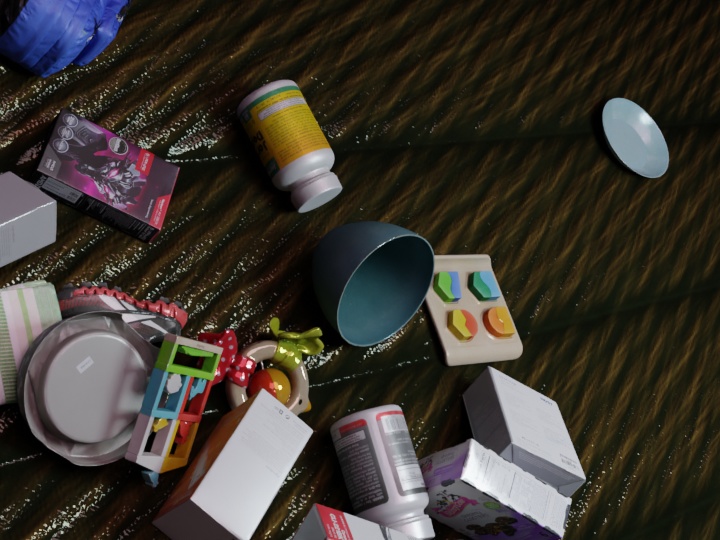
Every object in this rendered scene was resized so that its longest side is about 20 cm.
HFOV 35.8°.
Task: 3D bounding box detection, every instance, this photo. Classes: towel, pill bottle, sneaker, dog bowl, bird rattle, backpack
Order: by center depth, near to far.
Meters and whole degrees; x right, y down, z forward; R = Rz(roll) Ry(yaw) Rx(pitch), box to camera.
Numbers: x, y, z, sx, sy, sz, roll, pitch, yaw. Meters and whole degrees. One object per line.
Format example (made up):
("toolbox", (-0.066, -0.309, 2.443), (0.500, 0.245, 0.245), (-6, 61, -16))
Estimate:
("towel", (-0.474, 0.098, 1.418), (0.200, 0.023, 0.153), (-9, 83, -34))
("dog bowl", (-0.349, 0.148, 1.439), (0.200, 0.059, 0.200), (-4, 96, -39))
("sneaker", (-0.333, 0.077, 1.532), (0.200, 0.071, 0.098), (15, 57, -31))
("bird rattle", (-0.142, 0.151, 1.621), (0.200, 0.113, 0.163), (-17, 93, -39))
("backpack", (-0.442, -0.386, 1.649), (0.168, 0.162, 0.200), (33, 49, -23))
("pill bottle", (0.034, 0.310, 1.650), (0.114, 0.114, 0.200), (-3, 68, -38))
("pill bottle", (-0.112, -0.201, 1.829), (0.113, 0.113, 0.200), (-21, 80, -42))

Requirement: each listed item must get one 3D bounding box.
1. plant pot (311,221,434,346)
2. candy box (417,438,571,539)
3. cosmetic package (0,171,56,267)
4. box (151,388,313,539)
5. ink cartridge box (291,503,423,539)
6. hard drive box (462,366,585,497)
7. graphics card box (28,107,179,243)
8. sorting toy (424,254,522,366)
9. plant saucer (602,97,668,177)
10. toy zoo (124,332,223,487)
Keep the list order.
("plant pot", (0.000, 0.000, 1.769), (0.200, 0.200, 0.135), (-12, 38, -41))
("candy box", (0.189, 0.349, 1.705), (0.200, 0.168, 0.072), (32, 56, -18))
("cosmetic package", (-0.504, -0.049, 1.448), (0.102, 0.074, 0.200), (31, 39, 26))
("box", (-0.171, 0.278, 1.506), (0.097, 0.124, 0.200), (42, 47, -10))
("ink cartridge box", (-0.005, 0.424, 1.525), (0.200, 0.144, 0.084), (24, 16, -26))
("hard drive box", (0.263, 0.270, 1.817), (0.156, 0.077, 0.200), (29, 25, -20))
("graphics card box", (-0.374, -0.139, 1.638), (0.200, 0.051, 0.126), (27, 52, -22))
("sorting toy", (0.195, 0.064, 1.963), (0.185, 0.036, 0.200), (-2, 67, -38))
("plant saucer", (0.597, -0.285, 2.463), (0.201, 0.039, 0.201), (18, 55, -28))
("toy zoo", (-0.249, 0.188, 1.478), (0.131, 0.020, 0.200), (26, 80, -67))
